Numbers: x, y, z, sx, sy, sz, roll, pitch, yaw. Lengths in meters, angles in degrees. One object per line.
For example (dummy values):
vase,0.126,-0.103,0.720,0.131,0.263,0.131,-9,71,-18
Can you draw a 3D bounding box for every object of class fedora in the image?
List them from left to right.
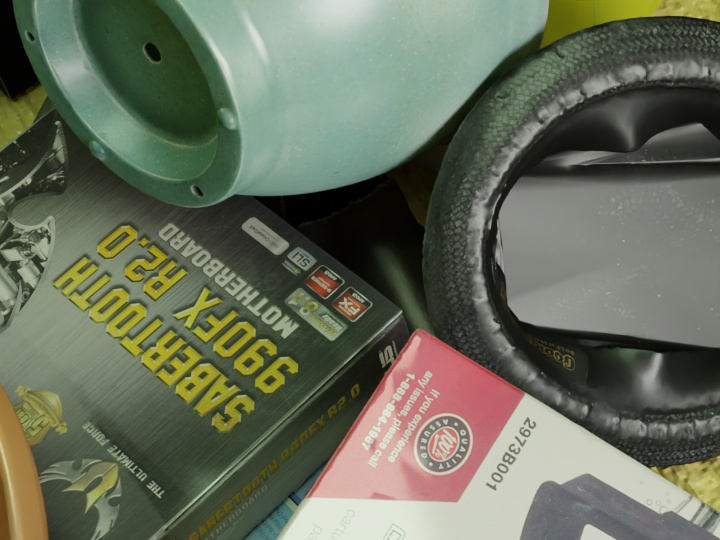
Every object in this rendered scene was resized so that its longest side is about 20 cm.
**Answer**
fedora,0.109,-0.017,0.736,0.200,0.201,0.092,-29,21,-10

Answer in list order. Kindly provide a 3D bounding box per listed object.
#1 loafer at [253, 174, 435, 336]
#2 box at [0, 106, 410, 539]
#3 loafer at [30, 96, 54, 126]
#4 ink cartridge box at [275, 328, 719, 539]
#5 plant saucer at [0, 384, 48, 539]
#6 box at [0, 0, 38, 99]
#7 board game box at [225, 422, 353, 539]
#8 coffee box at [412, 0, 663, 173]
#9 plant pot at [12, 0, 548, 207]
loafer,0.000,0.000,0.778,0.073,0.071,0.200,-30,54,-11
box,-0.101,0.027,0.724,0.158,0.048,0.200,-41,57,-19
loafer,-0.136,-0.045,0.857,0.072,0.063,0.201,24,64,-9
ink cartridge box,0.064,0.139,0.620,0.199,0.084,0.145,31,67,9
plant saucer,-0.183,0.108,0.670,0.199,0.037,0.201,-4,84,36
box,-0.190,-0.214,0.952,0.148,0.105,0.200,-36,56,-14
board game box,-0.100,0.103,0.734,0.196,0.056,0.200,-38,56,-16
coffee box,0.033,-0.196,0.833,0.197,0.200,0.200,27,62,28
plant pot,-0.047,-0.108,0.685,0.200,0.201,0.134,29,51,28
